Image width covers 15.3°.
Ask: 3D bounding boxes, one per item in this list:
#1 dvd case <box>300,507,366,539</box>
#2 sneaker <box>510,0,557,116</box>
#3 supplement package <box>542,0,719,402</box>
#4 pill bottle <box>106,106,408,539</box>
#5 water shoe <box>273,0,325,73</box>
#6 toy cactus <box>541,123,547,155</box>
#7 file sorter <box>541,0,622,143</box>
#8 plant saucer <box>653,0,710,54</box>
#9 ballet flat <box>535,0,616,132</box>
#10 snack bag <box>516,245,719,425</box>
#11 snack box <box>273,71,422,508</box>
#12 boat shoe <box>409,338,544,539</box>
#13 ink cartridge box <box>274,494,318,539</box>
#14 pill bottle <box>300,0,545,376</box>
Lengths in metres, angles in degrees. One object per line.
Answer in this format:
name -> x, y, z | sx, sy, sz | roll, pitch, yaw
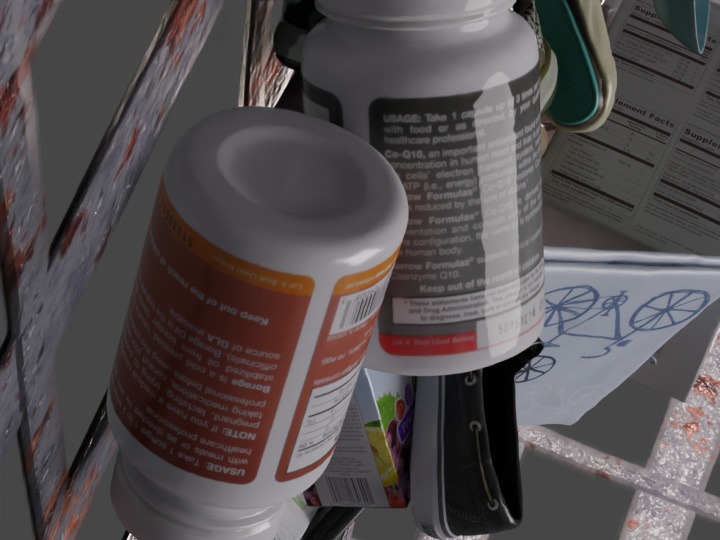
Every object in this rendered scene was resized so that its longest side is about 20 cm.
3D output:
dvd case -> -0.048, 0.178, 1.697 | 0.143, 0.018, 0.200 | -47, -177, -14
sneaker -> 0.060, -0.100, 1.412 | 0.200, 0.076, 0.089 | -74, 164, -56
supplement package -> 0.199, -0.054, 1.779 | 0.152, 0.150, 0.201 | 102, 14, -57
pill bottle -> -0.055, 0.035, 1.225 | 0.112, 0.112, 0.201 | -61, 171, -54
water shoe -> 0.012, -0.151, 1.381 | 0.200, 0.071, 0.079 | -56, 165, -69
toy cactus -> 0.063, -0.072, 1.622 | 0.165, 0.102, 0.202 | -12, 101, -65
file sorter -> 0.088, -0.144, 1.823 | 0.125, 0.138, 0.201 | -58, 168, -56
plant saucer -> 0.177, -0.220, 1.465 | 0.200, 0.027, 0.202 | 1, 90, -79
ballet flat -> 0.118, -0.185, 1.656 | 0.069, 0.069, 0.201 | -48, 125, -75
snack bag -> 0.114, 0.044, 1.647 | 0.200, 0.188, 0.022 | -48, -128, 44
snack box -> 0.000, 0.000, 1.453 | 0.169, 0.067, 0.201 | -63, 143, -49
boat shoe -> 0.067, 0.044, 1.439 | 0.070, 0.066, 0.202 | 30, 62, -64
ink cartridge box -> -0.075, 0.160, 1.654 | 0.109, 0.050, 0.200 | -44, -176, 21
pill bottle -> 0.030, -0.063, 1.265 | 0.114, 0.113, 0.201 | -57, 148, -64
